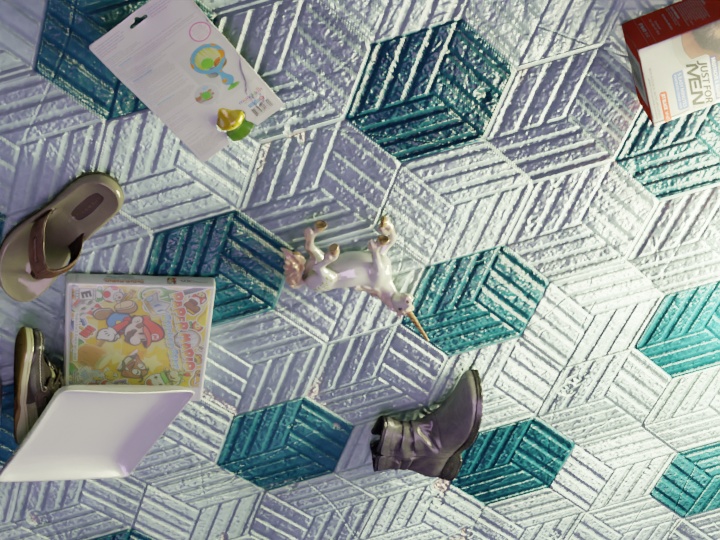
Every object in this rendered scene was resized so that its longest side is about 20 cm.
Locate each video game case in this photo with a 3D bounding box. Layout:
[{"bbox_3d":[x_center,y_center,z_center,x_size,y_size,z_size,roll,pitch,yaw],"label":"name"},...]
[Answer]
[{"bbox_3d":[-0.280,0.088,1.608,0.179,0.023,0.202,1,130,-13],"label":"video game case"}]

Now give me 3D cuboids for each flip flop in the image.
[{"bbox_3d":[-0.346,-0.032,1.467,0.199,0.058,0.081,-38,127,20],"label":"flip flop"}]

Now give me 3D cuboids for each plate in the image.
[{"bbox_3d":[-0.339,0.201,1.630,0.198,0.033,0.200,5,138,-43],"label":"plate"}]

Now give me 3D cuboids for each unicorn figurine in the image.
[{"bbox_3d":[0.000,0.000,1.567,0.196,0.075,0.138,9,139,-1],"label":"unicorn figurine"}]

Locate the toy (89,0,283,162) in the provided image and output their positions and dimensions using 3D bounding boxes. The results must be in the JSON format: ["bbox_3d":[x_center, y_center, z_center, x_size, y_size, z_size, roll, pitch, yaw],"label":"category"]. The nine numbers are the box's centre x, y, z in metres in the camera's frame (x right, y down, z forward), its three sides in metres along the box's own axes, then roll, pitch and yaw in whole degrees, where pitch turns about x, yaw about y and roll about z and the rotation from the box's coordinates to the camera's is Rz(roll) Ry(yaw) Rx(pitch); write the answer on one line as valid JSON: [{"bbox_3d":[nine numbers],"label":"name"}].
[{"bbox_3d":[-0.182,-0.213,1.354,0.114,0.048,0.200,-32,132,12],"label":"toy"}]

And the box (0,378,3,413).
[{"bbox_3d":[-0.534,0.143,1.502,0.196,0.173,0.201,-4,131,-8],"label":"box"}]

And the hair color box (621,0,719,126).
[{"bbox_3d":[0.402,-0.253,1.430,0.197,0.064,0.112,-21,130,5],"label":"hair color box"}]

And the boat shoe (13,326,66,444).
[{"bbox_3d":[-0.401,0.142,1.604,0.064,0.074,0.201,-1,140,-17],"label":"boat shoe"}]

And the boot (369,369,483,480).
[{"bbox_3d":[0.088,0.215,1.767,0.129,0.070,0.202,9,124,-12],"label":"boot"}]
